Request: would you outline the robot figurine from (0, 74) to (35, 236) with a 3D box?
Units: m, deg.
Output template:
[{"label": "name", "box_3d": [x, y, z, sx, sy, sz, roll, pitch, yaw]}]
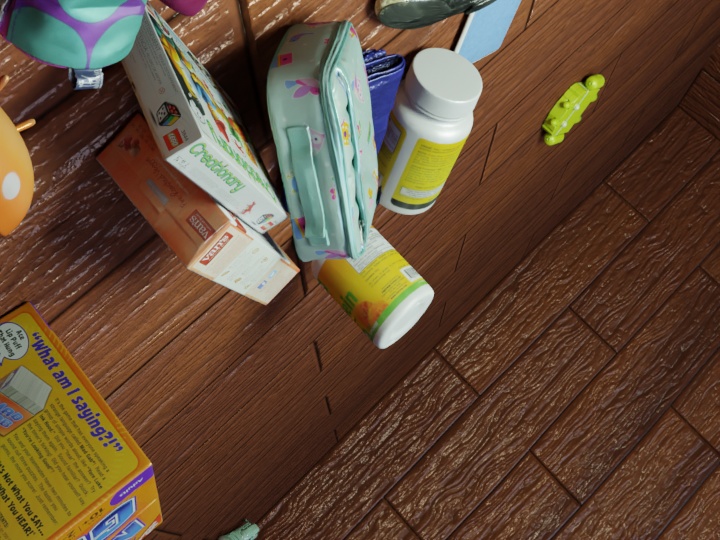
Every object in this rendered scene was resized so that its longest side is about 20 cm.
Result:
[{"label": "robot figurine", "box_3d": [-0.273, -0.038, 0.422, 0.199, 0.116, 0.145, -41, 139, -16]}]

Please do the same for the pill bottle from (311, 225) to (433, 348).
[{"label": "pill bottle", "box_3d": [0.000, 0.000, 1.057, 0.111, 0.200, 0.112, -39, 163, -15]}]

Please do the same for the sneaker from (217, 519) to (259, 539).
[{"label": "sneaker", "box_3d": [-0.367, 0.810, 2.287, 0.117, 0.074, 0.201, -34, 171, -15]}]

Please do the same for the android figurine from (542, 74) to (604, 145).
[{"label": "android figurine", "box_3d": [0.477, -0.364, 1.698, 0.199, 0.041, 0.184, -25, 154, -56]}]

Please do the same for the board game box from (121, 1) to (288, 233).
[{"label": "board game box", "box_3d": [-0.123, -0.114, 0.600, 0.034, 0.129, 0.200, -27, 165, 5]}]

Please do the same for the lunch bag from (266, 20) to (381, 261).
[{"label": "lunch bag", "box_3d": [-0.029, -0.114, 0.704, 0.162, 0.075, 0.204, -81, 164, -53]}]

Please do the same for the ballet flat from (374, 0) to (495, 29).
[{"label": "ballet flat", "box_3d": [0.084, -0.310, 0.835, 0.198, 0.058, 0.066, -27, -176, -38]}]

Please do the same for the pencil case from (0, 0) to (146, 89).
[{"label": "pencil case", "box_3d": [-0.150, -0.204, 0.395, 0.092, 0.085, 0.202, -30, 157, -42]}]

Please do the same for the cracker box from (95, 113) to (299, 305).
[{"label": "cracker box", "box_3d": [-0.141, -0.048, 0.701, 0.058, 0.134, 0.200, -43, 164, 1]}]

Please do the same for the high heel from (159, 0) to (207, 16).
[{"label": "high heel", "box_3d": [-0.071, -0.259, 0.497, 0.197, 0.068, 0.096, -33, 155, 6]}]

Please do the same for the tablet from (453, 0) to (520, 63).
[{"label": "tablet", "box_3d": [0.182, -0.359, 1.002, 0.129, 0.014, 0.202, -35, 160, -34]}]

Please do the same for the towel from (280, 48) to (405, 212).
[{"label": "towel", "box_3d": [-0.030, -0.162, 0.884, 0.146, 0.050, 0.202, -30, 159, -27]}]

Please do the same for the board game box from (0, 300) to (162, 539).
[{"label": "board game box", "box_3d": [-0.327, 0.201, 0.705, 0.198, 0.200, 0.201, -36, 161, -28]}]

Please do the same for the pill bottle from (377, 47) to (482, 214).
[{"label": "pill bottle", "box_3d": [0.081, -0.180, 0.990, 0.113, 0.114, 0.202, -34, 160, -35]}]
